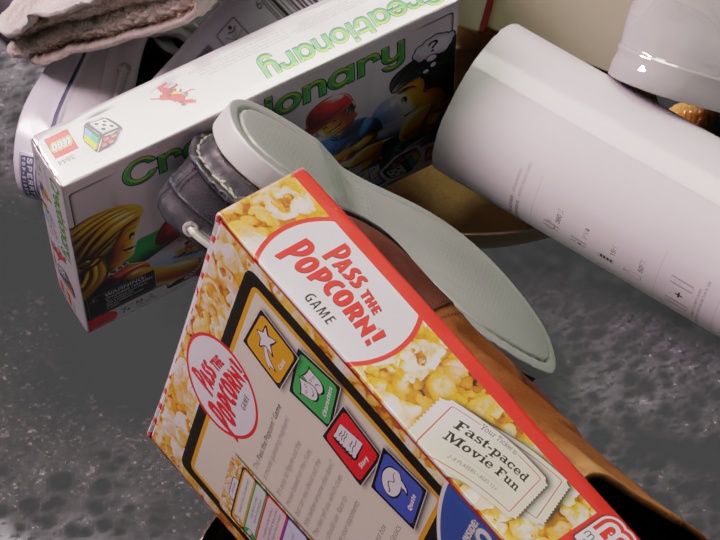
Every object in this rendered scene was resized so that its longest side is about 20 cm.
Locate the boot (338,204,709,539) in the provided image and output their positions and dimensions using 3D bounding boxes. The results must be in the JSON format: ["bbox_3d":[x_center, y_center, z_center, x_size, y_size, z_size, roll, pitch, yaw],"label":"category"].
[{"bbox_3d":[0.040,0.058,1.022,0.068,0.188,0.200,-44,28,-3],"label":"boot"}]

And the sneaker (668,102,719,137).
[{"bbox_3d":[0.234,-0.030,1.248,0.199,0.076,0.088,26,28,24],"label":"sneaker"}]

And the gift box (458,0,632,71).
[{"bbox_3d":[0.134,-0.205,1.318,0.186,0.186,0.200,21,22,15],"label":"gift box"}]

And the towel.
[{"bbox_3d":[-0.092,-0.159,1.225,0.199,0.035,0.133,-7,41,56],"label":"towel"}]

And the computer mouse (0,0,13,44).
[{"bbox_3d":[-0.174,-0.191,1.431,0.137,0.053,0.201,-7,40,-11],"label":"computer mouse"}]

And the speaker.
[{"bbox_3d":[0.133,-0.033,1.198,0.199,0.082,0.081,31,47,16],"label":"speaker"}]

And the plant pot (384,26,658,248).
[{"bbox_3d":[0.051,-0.071,1.313,0.198,0.028,0.201,0,40,0],"label":"plant pot"}]

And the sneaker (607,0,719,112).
[{"bbox_3d":[0.221,-0.123,1.214,0.199,0.116,0.074,10,12,-25],"label":"sneaker"}]

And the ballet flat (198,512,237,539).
[{"bbox_3d":[-0.038,0.110,1.074,0.067,0.047,0.200,14,41,16],"label":"ballet flat"}]

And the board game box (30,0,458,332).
[{"bbox_3d":[-0.049,-0.057,1.184,0.199,0.127,0.035,-27,63,-14],"label":"board game box"}]

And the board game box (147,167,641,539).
[{"bbox_3d":[0.008,0.083,0.983,0.046,0.152,0.200,-29,67,-33],"label":"board game box"}]

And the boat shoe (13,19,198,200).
[{"bbox_3d":[-0.112,-0.105,1.320,0.065,0.074,0.201,8,51,14],"label":"boat shoe"}]

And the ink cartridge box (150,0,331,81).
[{"bbox_3d":[-0.017,-0.134,1.270,0.057,0.163,0.200,47,25,6],"label":"ink cartridge box"}]

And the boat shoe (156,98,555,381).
[{"bbox_3d":[0.000,0.000,1.151,0.200,0.060,0.076,37,24,-21],"label":"boat shoe"}]
